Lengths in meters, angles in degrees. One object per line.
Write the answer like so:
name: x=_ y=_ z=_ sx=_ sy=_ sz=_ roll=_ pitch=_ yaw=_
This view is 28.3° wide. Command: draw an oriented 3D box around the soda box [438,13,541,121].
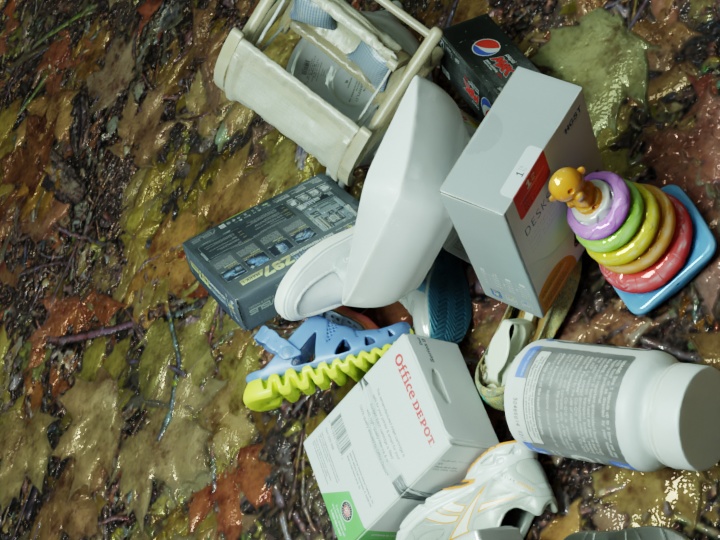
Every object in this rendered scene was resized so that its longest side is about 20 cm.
soda box: x=0.161 y=-0.212 z=1.633 sx=0.070 sy=0.064 sz=0.201 roll=-20 pitch=45 yaw=-12

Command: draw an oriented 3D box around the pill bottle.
pill bottle: x=0.245 y=0.129 z=1.358 sx=0.199 sy=0.113 sz=0.115 roll=4 pitch=73 yaw=47

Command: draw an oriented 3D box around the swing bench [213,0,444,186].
swing bench: x=-0.039 y=-0.236 z=1.628 sx=0.198 sy=0.130 sz=0.201 roll=36 pitch=91 yaw=6

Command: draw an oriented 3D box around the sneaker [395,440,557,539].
sneaker: x=0.117 y=0.261 z=1.456 sx=0.200 sy=0.075 sz=0.093 roll=-45 pitch=56 yaw=27

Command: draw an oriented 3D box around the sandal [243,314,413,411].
sandal: x=-0.040 y=0.085 z=1.559 sx=0.197 sy=0.080 sz=0.088 roll=-15 pitch=70 yaw=-2

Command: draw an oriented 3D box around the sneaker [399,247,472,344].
sneaker: x=0.071 y=0.018 z=1.622 sx=0.080 sy=0.076 sz=0.202 roll=-33 pitch=41 yaw=28

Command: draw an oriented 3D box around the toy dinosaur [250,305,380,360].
toy dinosaur: x=-0.024 y=0.064 z=1.655 sx=0.198 sy=0.105 sz=0.183 roll=-21 pitch=74 yaw=-2

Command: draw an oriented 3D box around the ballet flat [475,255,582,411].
ballet flat: x=0.175 y=0.050 z=1.503 sx=0.070 sy=0.070 sz=0.202 roll=19 pitch=84 yaw=48

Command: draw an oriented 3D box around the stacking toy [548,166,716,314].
stacking toy: x=0.242 y=-0.052 z=1.386 sx=0.116 sy=0.199 sz=0.110 roll=-44 pitch=46 yaw=20

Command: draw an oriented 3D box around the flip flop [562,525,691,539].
flip flop: x=0.259 y=0.279 z=1.318 sx=0.199 sy=0.057 sz=0.082 roll=-14 pitch=64 yaw=58

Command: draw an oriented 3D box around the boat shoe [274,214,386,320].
boat shoe: x=0.000 y=0.000 z=1.559 sx=0.199 sy=0.073 sz=0.068 roll=-28 pitch=42 yaw=-24

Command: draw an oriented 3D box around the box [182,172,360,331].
box: x=-0.086 y=-0.025 z=1.646 sx=0.199 sy=0.051 sz=0.158 roll=-29 pitch=36 yaw=-17

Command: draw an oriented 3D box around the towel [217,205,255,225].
towel: x=-0.123 y=-0.041 z=1.789 sx=0.142 sy=0.023 sz=0.200 roll=-24 pitch=22 yaw=1

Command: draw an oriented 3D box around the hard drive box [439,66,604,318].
hard drive box: x=0.168 y=-0.074 z=1.414 sx=0.076 sy=0.200 sz=0.157 roll=23 pitch=71 yaw=30

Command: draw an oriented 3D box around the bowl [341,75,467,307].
bowl: x=0.051 y=-0.074 z=1.461 sx=0.201 sy=0.074 sz=0.201 roll=115 pitch=168 yaw=-47

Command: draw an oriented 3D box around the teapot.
teapot: x=0.001 y=-0.214 z=1.759 sx=0.198 sy=0.146 sz=0.199 roll=-27 pitch=84 yaw=3

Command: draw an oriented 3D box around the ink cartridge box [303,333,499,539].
ink cartridge box: x=0.042 y=0.187 z=1.522 sx=0.200 sy=0.083 sz=0.147 roll=-48 pitch=47 yaw=32

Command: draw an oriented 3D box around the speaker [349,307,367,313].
speaker: x=-0.073 y=0.010 z=1.764 sx=0.199 sy=0.081 sz=0.082 roll=4 pitch=73 yaw=45

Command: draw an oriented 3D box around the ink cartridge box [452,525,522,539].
ink cartridge box: x=0.109 y=0.365 z=1.367 sx=0.144 sy=0.084 sz=0.202 roll=-31 pitch=64 yaw=31

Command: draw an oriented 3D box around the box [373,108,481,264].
box: x=0.117 y=-0.098 z=1.603 sx=0.102 sy=0.112 sz=0.201 roll=-50 pitch=42 yaw=15
